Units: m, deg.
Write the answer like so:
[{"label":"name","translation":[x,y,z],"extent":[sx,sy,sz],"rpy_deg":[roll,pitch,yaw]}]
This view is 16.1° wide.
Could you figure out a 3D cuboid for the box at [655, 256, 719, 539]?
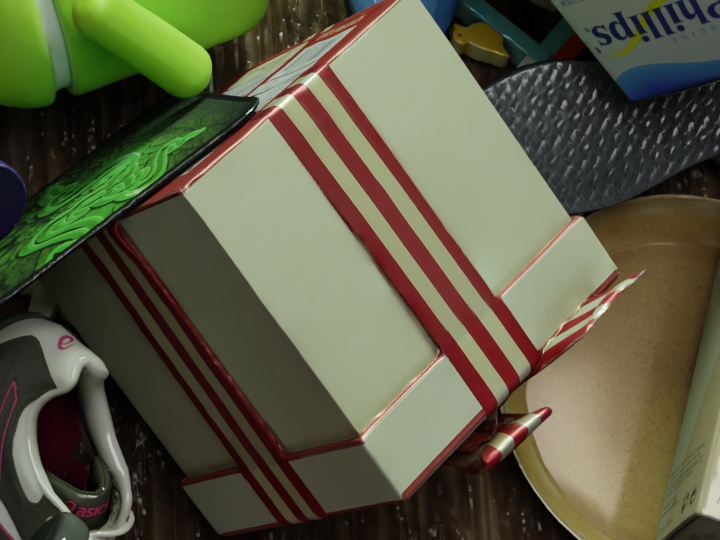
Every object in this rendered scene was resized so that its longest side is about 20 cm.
[{"label":"box","translation":[0.211,0.046,1.214],"extent":[0.094,0.078,0.201],"rpy_deg":[16,69,-4]}]

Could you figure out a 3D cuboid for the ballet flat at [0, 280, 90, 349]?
[{"label":"ballet flat","translation":[-0.148,0.029,1.186],"extent":[0.068,0.068,0.201],"rpy_deg":[24,68,1]}]

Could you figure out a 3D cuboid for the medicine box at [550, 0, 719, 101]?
[{"label":"medicine box","translation":[0.143,-0.218,1.198],"extent":[0.200,0.103,0.183],"rpy_deg":[48,54,-23]}]

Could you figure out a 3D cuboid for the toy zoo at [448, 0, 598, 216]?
[{"label":"toy zoo","translation":[0.095,-0.105,1.305],"extent":[0.131,0.020,0.200],"rpy_deg":[39,68,5]}]

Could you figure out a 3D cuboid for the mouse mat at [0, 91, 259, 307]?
[{"label":"mouse mat","translation":[-0.126,-0.032,1.137],"extent":[0.161,0.200,0.008],"rpy_deg":[-38,104,-9]}]

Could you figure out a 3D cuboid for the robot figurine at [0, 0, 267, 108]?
[{"label":"robot figurine","translation":[-0.121,-0.148,1.196],"extent":[0.199,0.116,0.176],"rpy_deg":[-21,36,-13]}]

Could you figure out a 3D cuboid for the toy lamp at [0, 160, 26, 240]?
[{"label":"toy lamp","translation":[-0.224,-0.085,1.185],"extent":[0.058,0.058,0.200],"rpy_deg":[-27,49,-18]}]

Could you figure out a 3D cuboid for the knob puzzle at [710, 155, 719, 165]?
[{"label":"knob puzzle","translation":[0.240,-0.121,1.318],"extent":[0.218,0.030,0.222],"rpy_deg":[5,75,-18]}]

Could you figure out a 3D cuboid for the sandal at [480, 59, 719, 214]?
[{"label":"sandal","translation":[0.139,-0.075,1.268],"extent":[0.198,0.043,0.077],"rpy_deg":[-12,97,-13]}]

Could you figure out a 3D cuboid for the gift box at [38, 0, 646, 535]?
[{"label":"gift box","translation":[0.000,0.000,1.138],"extent":[0.200,0.184,0.187],"rpy_deg":[-41,103,-27]}]

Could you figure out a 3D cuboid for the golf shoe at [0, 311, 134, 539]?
[{"label":"golf shoe","translation":[-0.140,0.119,1.111],"extent":[0.077,0.088,0.202],"rpy_deg":[-15,106,-36]}]

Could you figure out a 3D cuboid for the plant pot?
[{"label":"plant pot","translation":[0.161,0.061,1.255],"extent":[0.198,0.028,0.202],"rpy_deg":[3,70,-9]}]

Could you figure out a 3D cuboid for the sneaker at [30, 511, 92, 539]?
[{"label":"sneaker","translation":[-0.125,0.193,1.077],"extent":[0.107,0.202,0.067],"rpy_deg":[31,33,-4]}]

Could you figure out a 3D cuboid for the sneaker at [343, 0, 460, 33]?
[{"label":"sneaker","translation":[0.043,-0.198,1.249],"extent":[0.066,0.078,0.202],"rpy_deg":[14,89,-28]}]
